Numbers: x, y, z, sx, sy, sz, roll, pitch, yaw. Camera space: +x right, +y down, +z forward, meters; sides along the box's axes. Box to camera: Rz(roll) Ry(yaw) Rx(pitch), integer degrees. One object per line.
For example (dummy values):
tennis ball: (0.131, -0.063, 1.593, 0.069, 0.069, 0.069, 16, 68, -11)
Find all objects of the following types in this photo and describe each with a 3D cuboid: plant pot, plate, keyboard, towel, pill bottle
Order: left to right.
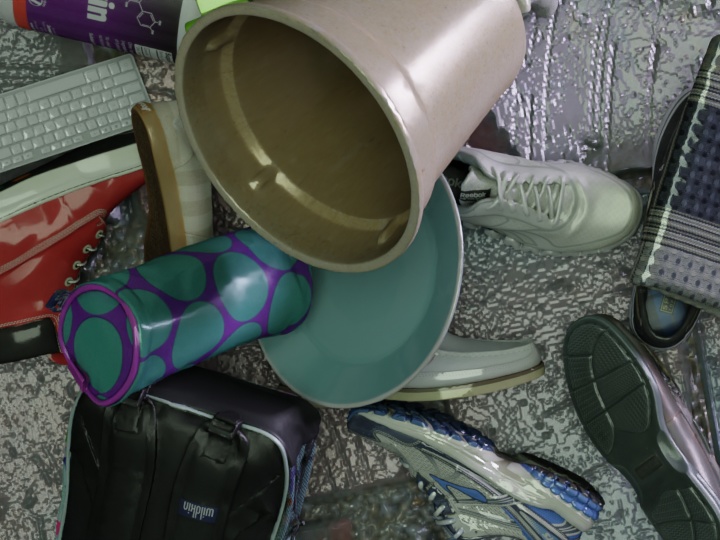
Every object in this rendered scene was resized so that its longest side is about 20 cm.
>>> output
keyboard: (-0.253, -0.107, 1.552, 0.200, 0.011, 0.056, -20, 91, -19)
pill bottle: (-0.162, -0.216, 1.531, 0.200, 0.112, 0.113, 13, 91, 4)
plate: (0.000, 0.000, 1.494, 0.200, 0.026, 0.201, -8, 78, 39)
plant pot: (0.010, -0.132, 1.397, 0.200, 0.200, 0.183, 45, 54, 3)
towel: (0.302, -0.052, 1.507, 0.200, 0.035, 0.193, 18, 89, -24)

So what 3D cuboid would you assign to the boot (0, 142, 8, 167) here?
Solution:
boot: (-0.361, -0.151, 1.566, 0.182, 0.073, 0.200, -20, 95, -10)

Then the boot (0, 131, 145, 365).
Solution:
boot: (-0.209, -0.012, 1.564, 0.200, 0.072, 0.145, -25, 102, -3)

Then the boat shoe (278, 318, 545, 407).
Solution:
boat shoe: (0.035, 0.060, 1.536, 0.200, 0.075, 0.069, -5, 93, 6)

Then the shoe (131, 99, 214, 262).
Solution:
shoe: (-0.127, -0.034, 1.527, 0.053, 0.070, 0.200, -18, 123, -22)

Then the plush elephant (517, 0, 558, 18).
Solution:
plush elephant: (0.105, -0.229, 1.503, 0.200, 0.155, 0.165, -10, 45, -27)

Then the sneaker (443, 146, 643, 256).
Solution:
sneaker: (0.109, -0.055, 1.530, 0.200, 0.081, 0.075, 10, 89, 2)

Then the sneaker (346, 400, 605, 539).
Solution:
sneaker: (0.075, 0.162, 1.536, 0.200, 0.077, 0.085, 26, 96, 4)

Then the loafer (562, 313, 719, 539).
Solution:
loafer: (0.217, 0.120, 1.541, 0.072, 0.063, 0.200, -32, 84, 35)

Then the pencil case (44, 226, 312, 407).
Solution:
pencil case: (-0.120, 0.027, 1.440, 0.092, 0.200, 0.085, -37, 79, 39)

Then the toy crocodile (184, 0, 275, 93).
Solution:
toy crocodile: (-0.077, -0.133, 1.472, 0.067, 0.062, 0.200, -16, 114, 2)

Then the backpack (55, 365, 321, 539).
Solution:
backpack: (-0.126, 0.167, 1.500, 0.177, 0.151, 0.200, 15, 106, 12)

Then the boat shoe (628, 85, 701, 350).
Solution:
boat shoe: (0.237, -0.039, 1.526, 0.070, 0.066, 0.200, 16, 91, 4)
